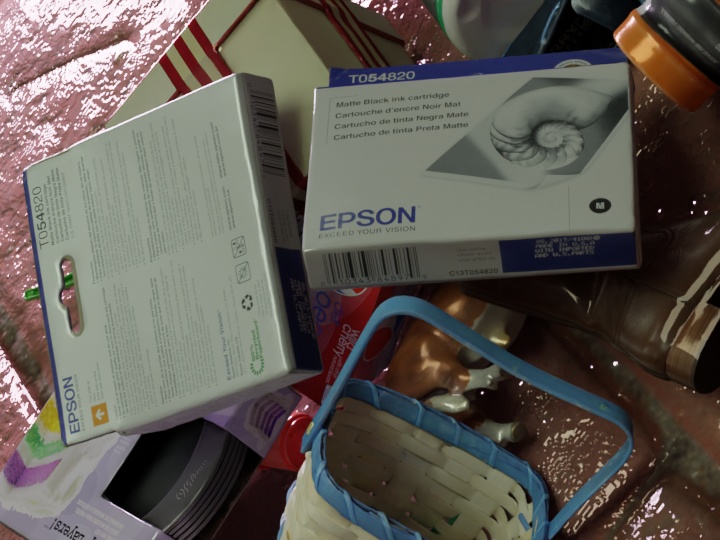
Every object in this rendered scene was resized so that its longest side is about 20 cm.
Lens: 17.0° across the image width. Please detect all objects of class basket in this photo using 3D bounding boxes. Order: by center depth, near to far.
[{"bbox_3d":[0.043,0.122,1.449,0.200,0.176,0.139,-52,14,33],"label":"basket"}]

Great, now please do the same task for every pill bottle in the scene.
[{"bbox_3d":[0.245,-0.189,1.457,0.200,0.106,0.106,-46,43,14],"label":"pill bottle"},{"bbox_3d":[0.074,-0.239,1.671,0.113,0.113,0.200,-48,41,17],"label":"pill bottle"}]

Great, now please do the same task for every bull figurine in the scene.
[{"bbox_3d":[0.089,0.015,1.552,0.121,0.065,0.201,27,89,48],"label":"bull figurine"}]

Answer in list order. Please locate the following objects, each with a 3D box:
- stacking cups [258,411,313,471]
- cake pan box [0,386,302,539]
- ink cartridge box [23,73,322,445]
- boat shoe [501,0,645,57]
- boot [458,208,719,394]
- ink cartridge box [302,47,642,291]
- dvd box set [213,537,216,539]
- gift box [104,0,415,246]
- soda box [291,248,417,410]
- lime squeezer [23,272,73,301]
[{"bbox_3d":[-0.106,0.115,1.721,0.199,0.060,0.061,9,76,44],"label":"stacking cups"},{"bbox_3d":[-0.153,0.129,1.665,0.200,0.052,0.185,23,78,49],"label":"cake pan box"},{"bbox_3d":[-0.125,-0.003,1.559,0.199,0.041,0.201,-19,75,35],"label":"ink cartridge box"},{"bbox_3d":[0.165,-0.169,1.568,0.201,0.084,0.069,-59,19,26],"label":"boat shoe"},{"bbox_3d":[0.167,-0.038,1.459,0.200,0.064,0.187,26,79,39],"label":"boot"},{"bbox_3d":[0.068,-0.076,1.449,0.198,0.041,0.201,-5,45,7],"label":"ink cartridge box"},{"bbox_3d":[-0.168,0.282,1.665,0.200,0.029,0.146,-52,15,14],"label":"dvd box set"},{"bbox_3d":[-0.044,-0.088,1.668,0.185,0.200,0.187,-44,58,15],"label":"gift box"},{"bbox_3d":[0.000,0.000,1.567,0.063,0.070,0.201,35,138,15],"label":"soda box"},{"bbox_3d":[-0.213,-0.011,1.896,0.200,0.070,0.038,127,132,-60],"label":"lime squeezer"}]
